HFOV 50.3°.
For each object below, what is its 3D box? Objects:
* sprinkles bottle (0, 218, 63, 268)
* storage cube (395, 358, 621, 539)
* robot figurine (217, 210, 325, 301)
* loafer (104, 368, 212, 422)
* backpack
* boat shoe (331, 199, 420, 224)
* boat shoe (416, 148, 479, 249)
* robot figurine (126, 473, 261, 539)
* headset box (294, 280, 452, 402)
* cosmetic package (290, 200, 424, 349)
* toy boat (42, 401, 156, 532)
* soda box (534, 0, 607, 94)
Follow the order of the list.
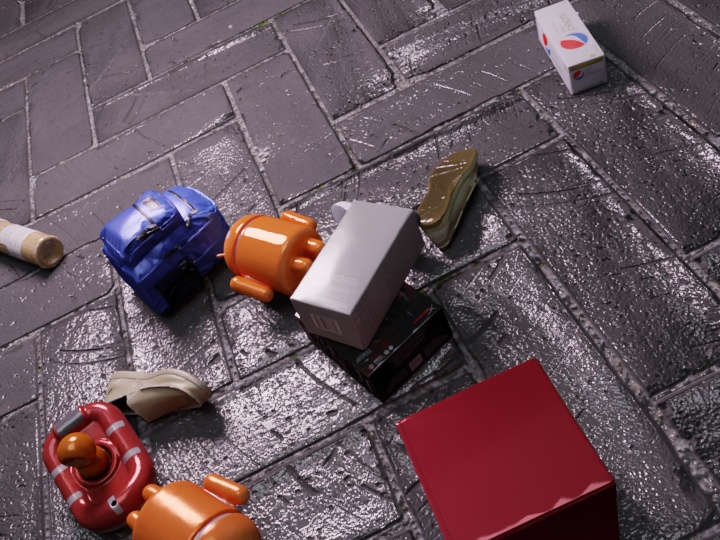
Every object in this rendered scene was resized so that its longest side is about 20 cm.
[{"bbox_3d":[-0.689,-0.057,1.554,0.200,0.068,0.068,14,58,32],"label":"sprinkles bottle"},{"bbox_3d":[0.168,0.242,0.860,0.180,0.171,0.200,-26,46,-1],"label":"storage cube"},{"bbox_3d":[-0.141,-0.026,1.249,0.200,0.117,0.144,16,97,33],"label":"robot figurine"},{"bbox_3d":[-0.314,0.197,1.177,0.200,0.076,0.068,-6,50,31],"label":"loafer"},{"bbox_3d":[-0.329,-0.054,1.334,0.200,0.168,0.162,-40,54,-18],"label":"backpack"},{"bbox_3d":[0.026,-0.088,1.256,0.066,0.070,0.200,-33,23,-23],"label":"boat shoe"},{"bbox_3d":[0.152,-0.124,1.267,0.073,0.063,0.201,-7,41,34],"label":"boat shoe"},{"bbox_3d":[-0.207,0.344,0.972,0.200,0.117,0.144,17,33,35],"label":"robot figurine"},{"bbox_3d":[0.011,0.075,1.135,0.149,0.075,0.200,-41,48,-14],"label":"headset box"},{"bbox_3d":[0.000,0.000,1.095,0.107,0.090,0.200,14,55,32],"label":"cosmetic package"},{"bbox_3d":[-0.382,0.270,1.088,0.130,0.131,0.200,-39,61,-11],"label":"toy boat"},{"bbox_3d":[0.382,-0.411,1.401,0.068,0.064,0.200,-19,47,8],"label":"soda box"}]
